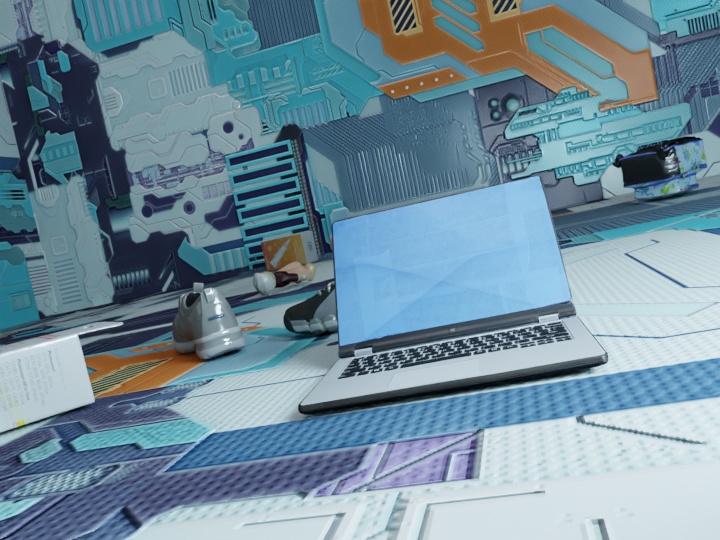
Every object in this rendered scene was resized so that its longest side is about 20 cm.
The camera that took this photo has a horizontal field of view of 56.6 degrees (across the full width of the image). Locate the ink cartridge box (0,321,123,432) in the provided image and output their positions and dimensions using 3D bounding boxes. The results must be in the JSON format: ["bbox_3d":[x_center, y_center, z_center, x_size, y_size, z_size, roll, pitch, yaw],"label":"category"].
[{"bbox_3d":[-0.323,0.104,0.616,0.198,0.069,0.115,-16,5,-35],"label":"ink cartridge box"}]

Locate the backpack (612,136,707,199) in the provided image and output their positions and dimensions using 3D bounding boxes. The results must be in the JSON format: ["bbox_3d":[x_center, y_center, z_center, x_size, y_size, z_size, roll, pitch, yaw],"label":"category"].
[{"bbox_3d":[0.822,-0.272,1.798,0.198,0.149,0.182,-19,6,-29],"label":"backpack"}]

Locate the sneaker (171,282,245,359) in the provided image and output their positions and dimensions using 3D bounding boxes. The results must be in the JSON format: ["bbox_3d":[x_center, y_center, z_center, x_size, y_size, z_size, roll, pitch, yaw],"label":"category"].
[{"bbox_3d":[-0.185,0.053,0.807,0.074,0.083,0.199,-14,4,-28],"label":"sneaker"}]

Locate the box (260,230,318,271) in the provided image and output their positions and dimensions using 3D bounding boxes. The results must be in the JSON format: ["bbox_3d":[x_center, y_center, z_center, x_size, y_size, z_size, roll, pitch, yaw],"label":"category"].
[{"bbox_3d":[-0.287,-0.078,2.704,0.198,0.126,0.097,-11,4,27],"label":"box"}]

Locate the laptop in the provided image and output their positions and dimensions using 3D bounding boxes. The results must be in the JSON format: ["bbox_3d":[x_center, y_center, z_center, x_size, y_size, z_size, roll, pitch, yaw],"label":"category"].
[{"bbox_3d":[0.056,0.006,0.482,0.185,0.117,0.200,-12,4,12],"label":"laptop"}]

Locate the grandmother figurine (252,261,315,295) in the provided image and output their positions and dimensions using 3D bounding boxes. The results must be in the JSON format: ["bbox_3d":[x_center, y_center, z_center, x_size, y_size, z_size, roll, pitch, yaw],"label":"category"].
[{"bbox_3d":[-0.183,0.017,1.530,0.120,0.061,0.200,-20,-2,23],"label":"grandmother figurine"}]

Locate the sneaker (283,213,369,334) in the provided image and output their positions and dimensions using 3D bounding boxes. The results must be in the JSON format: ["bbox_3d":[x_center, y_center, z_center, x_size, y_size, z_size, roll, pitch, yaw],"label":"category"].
[{"bbox_3d":[0.000,0.000,0.735,0.198,0.117,0.075,-11,4,17],"label":"sneaker"}]
